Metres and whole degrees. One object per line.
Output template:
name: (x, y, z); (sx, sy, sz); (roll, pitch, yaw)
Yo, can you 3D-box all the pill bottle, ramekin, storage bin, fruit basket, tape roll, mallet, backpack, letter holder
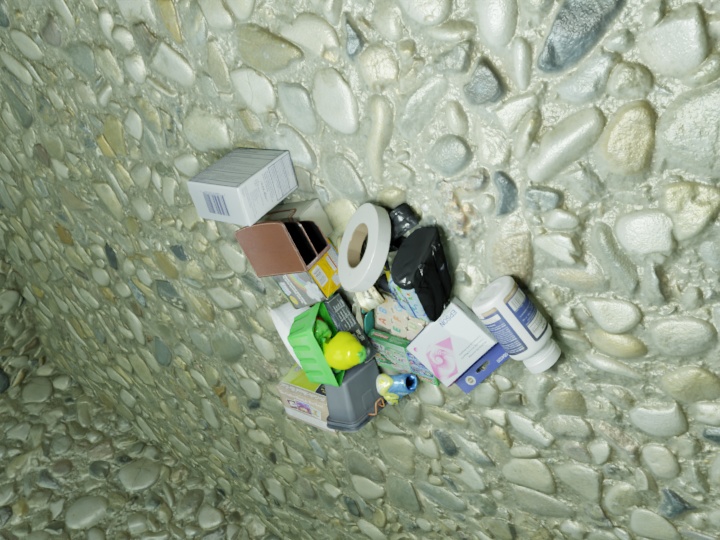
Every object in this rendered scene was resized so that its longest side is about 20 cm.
pill bottle: (0.343, 0.121, 1.362); (0.201, 0.111, 0.110); (50, 141, -7)
ramekin: (-0.172, 0.177, 1.820); (0.201, 0.097, 0.202); (51, 161, 25)
storage bin: (-0.010, 0.339, 1.755); (0.143, 0.199, 0.137); (-1, 110, 38)
fruit basket: (-0.070, 0.197, 1.645); (0.210, 0.157, 0.219); (5, 125, 7)
tape roll: (0.006, -0.051, 1.442); (0.036, 0.207, 0.203); (14, 149, -25)
mallet: (0.056, -0.003, 1.506); (0.065, 0.042, 0.201); (17, 157, 27)
backpack: (0.140, 0.026, 1.429); (0.152, 0.165, 0.201); (2, 143, 42)
letter holder: (-0.195, -0.076, 1.521); (0.197, 0.101, 0.144); (-6, 121, 45)

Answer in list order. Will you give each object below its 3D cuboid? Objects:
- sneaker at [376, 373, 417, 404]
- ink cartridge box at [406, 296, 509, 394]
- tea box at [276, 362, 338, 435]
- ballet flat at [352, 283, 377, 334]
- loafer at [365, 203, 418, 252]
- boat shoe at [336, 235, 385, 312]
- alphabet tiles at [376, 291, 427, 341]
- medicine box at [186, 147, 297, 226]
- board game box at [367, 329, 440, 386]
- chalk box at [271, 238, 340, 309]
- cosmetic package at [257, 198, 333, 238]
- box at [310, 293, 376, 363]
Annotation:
sneaker: (0.117, 0.329, 1.736); (0.103, 0.078, 0.200); (-6, 163, 19)
ink cartridge box: (0.241, 0.195, 1.534); (0.199, 0.043, 0.197); (42, 125, 4)
tea box: (-0.112, 0.355, 1.895); (0.197, 0.197, 0.136); (12, 132, 34)
ballet flat: (0.003, 0.094, 1.670); (0.062, 0.067, 0.203); (31, 139, 25)
loafer: (0.070, -0.071, 1.461); (0.071, 0.068, 0.201); (46, 138, 9)
boat shoe: (0.000, 0.000, 1.566); (0.062, 0.073, 0.203); (-26, 84, 17)
alphabet tiles: (0.125, 0.137, 1.641); (0.193, 0.015, 0.203); (25, 138, 23)
medicine box: (-0.287, -0.212, 1.541); (0.179, 0.200, 0.105); (11, 130, 33)
board game box: (0.121, 0.237, 1.705); (0.197, 0.029, 0.136); (15, 143, 31)
chalk box: (-0.146, 0.013, 1.682); (0.198, 0.124, 0.125); (-17, 114, 48)
cosmetic package: (-0.179, -0.113, 1.626); (0.197, 0.087, 0.105); (-5, 121, 43)
box: (-0.052, 0.160, 1.745); (0.202, 0.043, 0.160); (59, 158, -11)
